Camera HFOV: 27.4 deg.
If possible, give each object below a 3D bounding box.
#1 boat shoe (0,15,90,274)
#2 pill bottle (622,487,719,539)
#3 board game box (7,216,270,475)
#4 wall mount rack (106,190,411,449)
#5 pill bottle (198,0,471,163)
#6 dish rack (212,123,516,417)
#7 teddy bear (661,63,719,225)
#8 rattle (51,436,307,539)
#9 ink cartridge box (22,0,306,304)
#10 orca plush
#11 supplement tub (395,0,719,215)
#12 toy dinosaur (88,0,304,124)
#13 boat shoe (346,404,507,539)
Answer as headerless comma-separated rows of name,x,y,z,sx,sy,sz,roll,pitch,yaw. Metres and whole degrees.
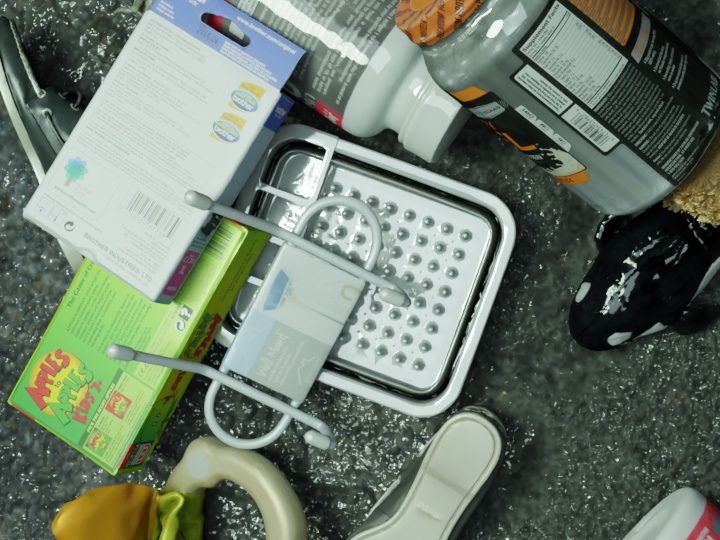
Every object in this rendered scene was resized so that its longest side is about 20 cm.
boat shoe,-0.218,-0.100,1.093,0.066,0.075,0.199,-21,92,-4
pill bottle,0.260,0.256,1.003,0.200,0.120,0.120,41,97,6
board game box,-0.160,0.035,1.062,0.102,0.048,0.200,31,97,16
wall mount rack,-0.069,0.031,1.013,0.174,0.075,0.200,26,97,-12
pill bottle,-0.009,-0.164,1.041,0.200,0.111,0.111,34,96,7
dish rack,0.000,0.000,1.077,0.200,0.044,0.172,20,93,8
teddy bear,0.280,-0.112,0.989,0.145,0.067,0.200,-6,55,42
rattle,-0.089,0.207,1.026,0.200,0.143,0.130,43,97,26
ink cartridge box,-0.131,-0.091,1.015,0.119,0.042,0.200,33,95,15
orca plush,0.231,-0.011,1.026,0.200,0.071,0.105,-24,87,8
supplement tub,0.128,-0.136,0.954,0.200,0.123,0.123,36,97,-20
toy dinosaur,-0.142,-0.158,1.096,0.088,0.047,0.200,-42,88,1
boat shoe,0.042,0.183,1.074,0.067,0.057,0.200,37,101,10
